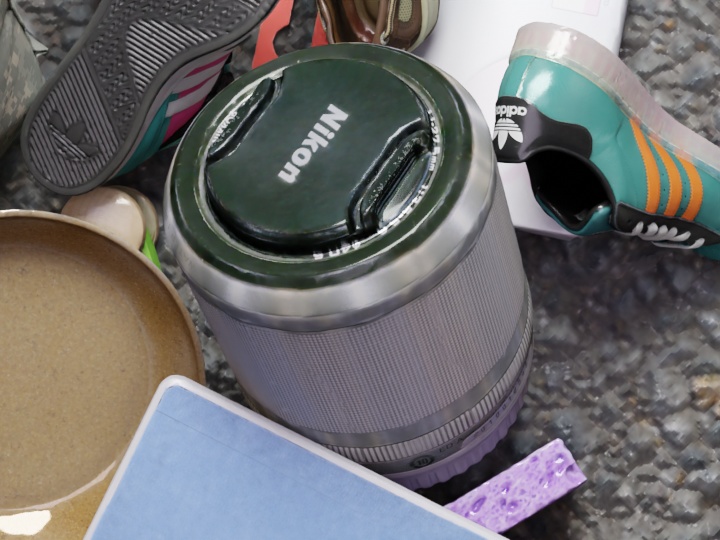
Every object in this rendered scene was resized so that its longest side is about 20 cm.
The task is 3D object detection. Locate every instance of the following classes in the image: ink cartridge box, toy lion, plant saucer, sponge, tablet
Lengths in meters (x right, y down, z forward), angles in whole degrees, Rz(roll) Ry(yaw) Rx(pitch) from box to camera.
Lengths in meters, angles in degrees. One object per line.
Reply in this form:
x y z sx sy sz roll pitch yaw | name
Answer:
0.040 -0.113 1.034 0.199 0.057 0.163 11 87 -1 | ink cartridge box
-0.202 0.059 1.033 0.199 0.069 0.193 -8 93 2 | toy lion
-0.182 0.062 0.979 0.199 0.035 0.201 -4 107 -14 | plant saucer
0.025 0.150 0.985 0.199 0.112 0.030 -31 83 0 | sponge
-0.035 0.151 0.921 0.199 0.014 0.131 27 93 -2 | tablet

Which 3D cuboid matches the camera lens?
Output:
0.000 0.000 0.930 0.159 0.200 0.161 -8 53 10 | camera lens

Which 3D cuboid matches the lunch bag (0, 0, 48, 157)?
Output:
-0.251 -0.080 0.928 0.200 0.164 0.118 -43 76 -12 | lunch bag

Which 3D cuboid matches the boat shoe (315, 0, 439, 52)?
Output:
-0.004 -0.201 0.958 0.074 0.075 0.203 0 115 32 | boat shoe

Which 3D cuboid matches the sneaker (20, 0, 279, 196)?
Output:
-0.090 -0.127 0.996 0.084 0.121 0.200 45 110 -2 | sneaker

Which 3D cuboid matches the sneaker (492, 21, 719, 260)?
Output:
0.135 -0.044 0.971 0.200 0.071 0.080 34 72 -36 | sneaker
